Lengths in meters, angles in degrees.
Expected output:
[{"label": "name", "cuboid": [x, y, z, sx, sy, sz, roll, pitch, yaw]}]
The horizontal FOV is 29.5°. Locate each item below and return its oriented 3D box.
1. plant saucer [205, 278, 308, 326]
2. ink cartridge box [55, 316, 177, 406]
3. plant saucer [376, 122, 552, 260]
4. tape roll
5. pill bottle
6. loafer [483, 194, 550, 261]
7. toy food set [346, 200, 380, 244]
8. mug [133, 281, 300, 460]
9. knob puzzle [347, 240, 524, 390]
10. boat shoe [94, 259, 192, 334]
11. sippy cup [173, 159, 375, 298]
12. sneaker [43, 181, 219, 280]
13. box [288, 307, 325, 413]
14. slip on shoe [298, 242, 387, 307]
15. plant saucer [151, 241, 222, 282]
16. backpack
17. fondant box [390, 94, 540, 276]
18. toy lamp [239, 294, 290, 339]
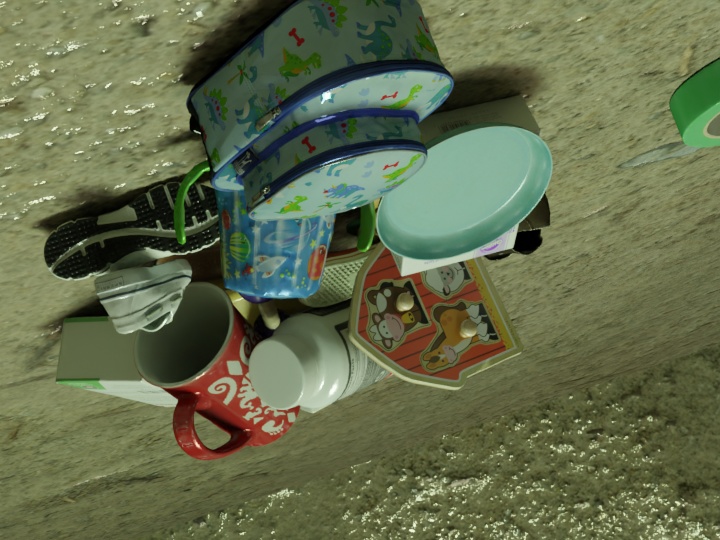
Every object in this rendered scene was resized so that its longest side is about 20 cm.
[{"label": "plant saucer", "cuboid": [-0.132, 0.018, 1.715, 0.198, 0.049, 0.200, -18, 165, -1]}, {"label": "ink cartridge box", "cuboid": [-0.259, 0.116, 1.715, 0.144, 0.089, 0.199, -4, 163, 32]}, {"label": "plant saucer", "cuboid": [0.105, -0.086, 1.428, 0.198, 0.028, 0.201, -15, 144, -11]}, {"label": "tape roll", "cuboid": [0.468, -0.212, 1.617, 0.198, 0.049, 0.201, -17, 163, -5]}, {"label": "pill bottle", "cuboid": [-0.038, 0.097, 1.602, 0.110, 0.112, 0.199, -30, 173, 36]}, {"label": "loafer", "cuboid": [0.202, -0.048, 1.817, 0.072, 0.072, 0.200, -14, 163, -13]}, {"label": "toy food set", "cuboid": [0.081, -0.074, 1.645, 0.198, 0.049, 0.198, -12, 163, -23]}, {"label": "mug", "cuboid": [-0.171, 0.138, 1.618, 0.132, 0.179, 0.200, 19, 162, 36]}, {"label": "knob puzzle", "cuboid": [0.076, 0.042, 1.571, 0.217, 0.222, 0.030, -11, 164, -24]}, {"label": "boat shoe", "cuboid": [-0.224, 0.031, 1.416, 0.073, 0.068, 0.200, -13, -179, 15]}, {"label": "sippy cup", "cuboid": [-0.082, -0.044, 1.323, 0.176, 0.132, 0.140, 8, -171, 15]}, {"label": "sneaker", "cuboid": [-0.224, -0.042, 1.406, 0.197, 0.075, 0.080, -13, 178, -1]}, {"label": "box", "cuboid": [-0.071, 0.105, 1.802, 0.123, 0.099, 0.199, -24, -165, -25]}, {"label": "slip on shoe", "cuboid": [0.000, 0.000, 1.624, 0.198, 0.075, 0.061, -11, -159, -32]}, {"label": "plant saucer", "cuboid": [-0.141, -0.042, 1.529, 0.198, 0.037, 0.201, -16, 163, -5]}, {"label": "backpack", "cuboid": [-0.022, -0.136, 1.152, 0.182, 0.148, 0.200, -7, 157, -44]}, {"label": "fondant box", "cuboid": [0.109, -0.091, 1.499, 0.143, 0.059, 0.201, -14, 146, -14]}, {"label": "toy lamp", "cuboid": [-0.113, 0.032, 1.602, 0.058, 0.059, 0.200, -16, 158, -6]}]
